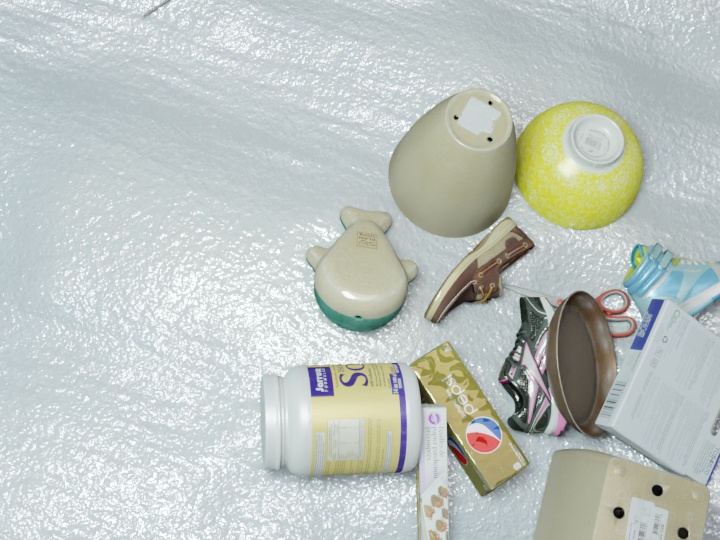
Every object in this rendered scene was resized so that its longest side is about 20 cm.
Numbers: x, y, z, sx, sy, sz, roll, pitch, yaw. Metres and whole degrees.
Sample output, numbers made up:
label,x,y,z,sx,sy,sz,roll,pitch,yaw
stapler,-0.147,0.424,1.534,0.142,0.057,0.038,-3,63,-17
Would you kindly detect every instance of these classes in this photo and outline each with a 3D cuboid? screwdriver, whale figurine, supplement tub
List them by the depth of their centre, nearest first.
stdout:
label,x,y,z,sx,sy,sz,roll,pitch,yaw
supplement tub,-0.028,0.194,1.572,0.199,0.145,0.146,-1,71,-8
whale figurine,0.000,0.000,1.682,0.158,0.104,0.200,7,46,-5
screwdriver,-0.253,-0.437,1.823,0.200,0.028,0.029,-36,48,-16

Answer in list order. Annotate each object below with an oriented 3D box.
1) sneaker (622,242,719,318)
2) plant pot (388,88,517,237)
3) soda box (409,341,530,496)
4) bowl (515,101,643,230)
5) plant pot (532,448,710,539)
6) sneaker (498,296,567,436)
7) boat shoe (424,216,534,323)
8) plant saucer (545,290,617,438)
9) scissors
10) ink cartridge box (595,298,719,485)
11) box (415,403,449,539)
label,x,y,z,sx,sy,sz,roll,pitch,yaw
sneaker,0.468,-0.005,1.742,0.200,0.080,0.131,-31,79,-17
plant pot,0.144,-0.169,1.691,0.187,0.200,0.188,2,70,-6
soda box,0.141,0.201,1.635,0.068,0.064,0.200,-30,77,-16
bowl,0.331,-0.171,1.765,0.199,0.108,0.201,2,70,-6
plant pot,0.346,0.338,1.556,0.199,0.177,0.200,18,70,-2
sneaker,0.232,0.130,1.665,0.086,0.080,0.201,-3,71,-7
boat shoe,0.172,0.011,1.703,0.072,0.072,0.200,42,65,9
plant saucer,0.298,0.128,1.639,0.032,0.200,0.201,-9,67,32
scissors,0.299,0.056,1.732,0.199,0.014,0.073,4,72,-7
ink cartridge box,0.439,0.170,1.667,0.200,0.041,0.200,33,77,-24
box,0.094,0.277,1.582,0.039,0.041,0.201,-1,92,-7
